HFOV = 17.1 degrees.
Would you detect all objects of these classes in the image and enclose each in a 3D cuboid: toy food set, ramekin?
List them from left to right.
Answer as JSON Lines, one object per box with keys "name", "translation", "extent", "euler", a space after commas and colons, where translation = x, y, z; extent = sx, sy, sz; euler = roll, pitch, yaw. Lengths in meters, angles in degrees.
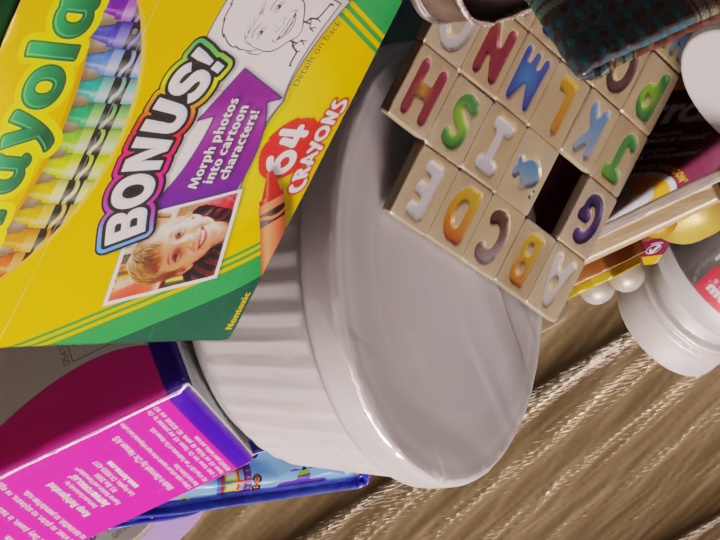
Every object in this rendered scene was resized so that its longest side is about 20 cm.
{"name": "ramekin", "translation": [0.000, 0.000, 1.085], "extent": [0.094, 0.203, 0.202], "euler": [-5, 161, 30]}
{"name": "toy food set", "translation": [0.156, -0.006, 1.209], "extent": [0.199, 0.061, 0.143], "euler": [-27, 178, 28]}

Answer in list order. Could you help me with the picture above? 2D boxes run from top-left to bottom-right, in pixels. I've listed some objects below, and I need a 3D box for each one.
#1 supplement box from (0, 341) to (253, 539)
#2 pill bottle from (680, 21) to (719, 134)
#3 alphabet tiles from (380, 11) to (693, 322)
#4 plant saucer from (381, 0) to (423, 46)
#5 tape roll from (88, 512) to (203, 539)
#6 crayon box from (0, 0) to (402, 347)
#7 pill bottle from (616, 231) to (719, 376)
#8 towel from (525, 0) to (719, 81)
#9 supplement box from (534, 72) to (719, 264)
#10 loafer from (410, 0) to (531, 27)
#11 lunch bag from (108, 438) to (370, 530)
{"name": "supplement box", "translation": [-0.166, 0.070, 1.088], "extent": [0.199, 0.102, 0.103], "euler": [-24, 152, 4]}
{"name": "pill bottle", "translation": [0.238, -0.146, 1.140], "extent": [0.200, 0.111, 0.111], "euler": [-50, 163, -27]}
{"name": "alphabet tiles", "translation": [0.080, -0.080, 1.064], "extent": [0.200, 0.008, 0.168], "euler": [31, 85, -55]}
{"name": "plant saucer", "translation": [0.076, -0.156, 1.082], "extent": [0.200, 0.039, 0.201], "euler": [-17, 151, -10]}
{"name": "tape roll", "translation": [-0.195, 0.133, 1.463], "extent": [0.199, 0.066, 0.200], "euler": [-17, 150, -10]}
{"name": "crayon box", "translation": [-0.086, -0.064, 0.878], "extent": [0.172, 0.058, 0.201], "euler": [-2, 129, -45]}
{"name": "pill bottle", "translation": [0.247, -0.024, 1.443], "extent": [0.110, 0.111, 0.200], "euler": [6, 141, -39]}
{"name": "towel", "translation": [0.097, -0.179, 0.938], "extent": [0.146, 0.201, 0.022], "euler": [-25, 159, -12]}
{"name": "supplement box", "translation": [0.137, -0.088, 1.288], "extent": [0.110, 0.086, 0.200], "euler": [-6, 148, -24]}
{"name": "loafer", "translation": [0.106, -0.157, 0.966], "extent": [0.200, 0.071, 0.073], "euler": [-31, 124, -17]}
{"name": "lunch bag", "translation": [-0.106, 0.056, 1.302], "extent": [0.199, 0.151, 0.094], "euler": [-13, 150, -16]}
